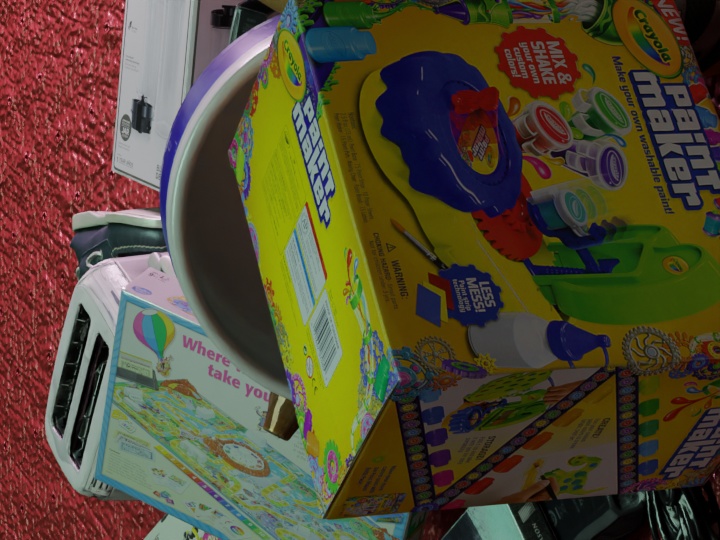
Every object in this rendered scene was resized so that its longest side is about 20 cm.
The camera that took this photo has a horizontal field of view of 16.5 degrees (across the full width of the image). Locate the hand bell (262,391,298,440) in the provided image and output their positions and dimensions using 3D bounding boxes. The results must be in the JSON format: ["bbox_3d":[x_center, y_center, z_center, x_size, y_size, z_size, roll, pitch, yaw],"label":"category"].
[{"bbox_3d":[0.000,0.000,1.345,0.104,0.104,0.201,15,78,60],"label":"hand bell"}]

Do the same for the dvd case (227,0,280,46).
[{"bbox_3d":[-0.061,-0.083,1.538,0.025,0.150,0.201,18,113,12],"label":"dvd case"}]

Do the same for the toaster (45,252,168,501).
[{"bbox_3d":[-0.129,0.076,1.652,0.114,0.128,0.201,54,135,47],"label":"toaster"}]

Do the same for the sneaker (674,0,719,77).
[{"bbox_3d":[0.124,-0.106,1.253,0.200,0.077,0.079,-48,52,53],"label":"sneaker"}]

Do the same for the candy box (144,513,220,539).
[{"bbox_3d":[-0.060,0.226,1.586,0.168,0.071,0.201,-51,48,48],"label":"candy box"}]

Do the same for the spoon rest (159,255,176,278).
[{"bbox_3d":[-0.023,-0.042,1.464,0.200,0.061,0.100,-37,49,5],"label":"spoon rest"}]

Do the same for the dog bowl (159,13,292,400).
[{"bbox_3d":[-0.002,-0.034,1.263,0.079,0.199,0.202,-127,43,-73],"label":"dog bowl"}]

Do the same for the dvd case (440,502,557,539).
[{"bbox_3d":[0.095,0.221,1.304,0.201,0.022,0.146,64,152,18],"label":"dvd case"}]

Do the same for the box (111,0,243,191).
[{"bbox_3d":[-0.114,-0.156,1.695,0.116,0.060,0.201,22,109,59],"label":"box"}]

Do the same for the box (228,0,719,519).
[{"bbox_3d":[0.064,-0.011,1.112,0.122,0.191,0.201,117,144,-52],"label":"box"}]

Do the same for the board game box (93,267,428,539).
[{"bbox_3d":[-0.053,0.097,1.412,0.199,0.034,0.135,24,123,18],"label":"board game box"}]

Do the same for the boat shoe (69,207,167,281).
[{"bbox_3d":[-0.161,-0.013,1.764,0.200,0.074,0.062,-3,86,62],"label":"boat shoe"}]

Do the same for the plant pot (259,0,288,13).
[{"bbox_3d":[0.015,-0.194,1.373,0.200,0.186,0.187,47,131,32],"label":"plant pot"}]

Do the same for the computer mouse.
[{"bbox_3d":[0.122,0.102,1.267,0.139,0.052,0.200,67,153,12],"label":"computer mouse"}]
